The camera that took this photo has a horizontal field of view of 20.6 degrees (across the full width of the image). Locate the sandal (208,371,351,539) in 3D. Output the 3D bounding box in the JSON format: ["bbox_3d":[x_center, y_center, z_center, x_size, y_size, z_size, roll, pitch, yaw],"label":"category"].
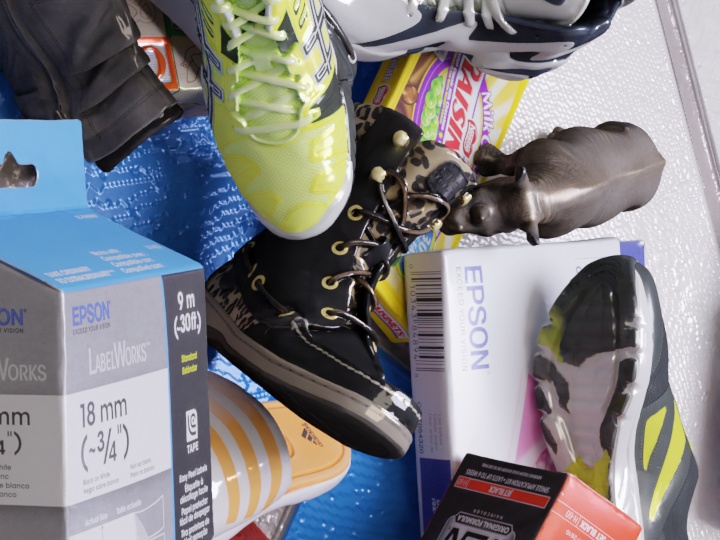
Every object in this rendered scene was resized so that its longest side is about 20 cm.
[{"bbox_3d":[-0.060,0.083,0.993,0.079,0.059,0.206,47,28,16],"label":"sandal"}]

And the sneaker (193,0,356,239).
[{"bbox_3d":[-0.051,-0.111,0.931,0.076,0.075,0.202,-46,125,-74],"label":"sneaker"}]

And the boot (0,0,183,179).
[{"bbox_3d":[-0.119,-0.126,0.951,0.070,0.199,0.132,-33,95,-38],"label":"boot"}]

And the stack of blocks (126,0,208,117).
[{"bbox_3d":[-0.066,-0.148,1.086,0.199,0.058,0.116,-7,83,-39],"label":"stack of blocks"}]

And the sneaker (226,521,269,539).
[{"bbox_3d":[-0.070,0.201,0.983,0.200,0.116,0.078,43,26,21],"label":"sneaker"}]

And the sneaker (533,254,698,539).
[{"bbox_3d":[0.149,0.090,1.122,0.084,0.074,0.202,-7,102,-45],"label":"sneaker"}]

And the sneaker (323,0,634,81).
[{"bbox_3d":[0.065,-0.158,1.069,0.198,0.129,0.080,15,68,-34],"label":"sneaker"}]

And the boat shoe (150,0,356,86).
[{"bbox_3d":[-0.072,-0.157,1.010,0.201,0.068,0.057,54,36,-17],"label":"boat shoe"}]

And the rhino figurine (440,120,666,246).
[{"bbox_3d":[0.108,-0.049,1.152,0.199,0.087,0.060,-21,107,-53],"label":"rhino figurine"}]

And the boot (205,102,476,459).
[{"bbox_3d":[0.000,0.000,0.983,0.073,0.200,0.151,41,84,-29],"label":"boot"}]

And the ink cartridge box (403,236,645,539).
[{"bbox_3d":[0.115,0.082,1.158,0.199,0.043,0.199,-5,91,-38],"label":"ink cartridge box"}]

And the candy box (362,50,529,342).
[{"bbox_3d":[0.036,-0.069,1.151,0.102,0.026,0.201,52,51,-39],"label":"candy box"}]

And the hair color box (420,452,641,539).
[{"bbox_3d":[0.055,0.200,1.029,0.061,0.101,0.201,35,74,-25],"label":"hair color box"}]

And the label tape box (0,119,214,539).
[{"bbox_3d":[-0.118,0.037,0.827,0.144,0.063,0.202,-13,101,-71],"label":"label tape box"}]
